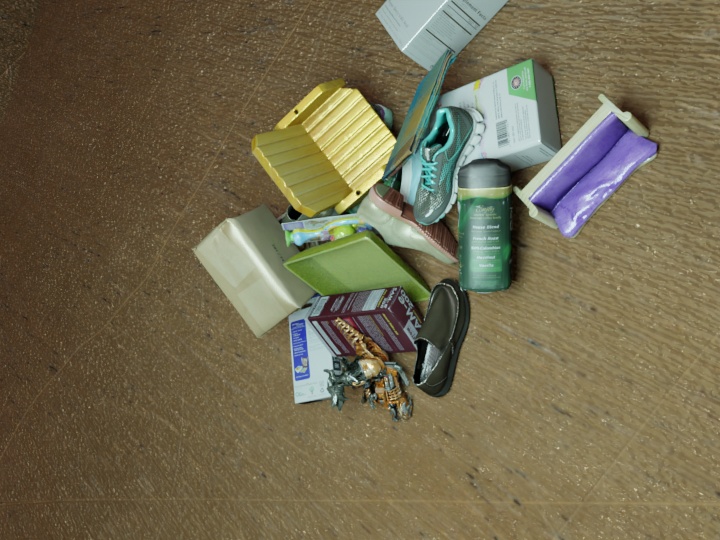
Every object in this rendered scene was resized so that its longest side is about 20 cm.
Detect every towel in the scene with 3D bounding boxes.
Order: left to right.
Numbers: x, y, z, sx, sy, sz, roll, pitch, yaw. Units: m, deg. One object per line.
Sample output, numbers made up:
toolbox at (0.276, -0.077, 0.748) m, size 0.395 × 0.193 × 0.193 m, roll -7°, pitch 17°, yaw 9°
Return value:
towel at (0.097, -0.258, 1.191) m, size 0.202 × 0.022 × 0.147 m, roll -69°, pitch 11°, yaw -16°

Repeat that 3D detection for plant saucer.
plant saucer at (0.000, 0.000, 1.253) m, size 0.199 × 0.199 × 0.048 m, roll -15°, pitch 49°, yaw 37°

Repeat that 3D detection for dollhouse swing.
dollhouse swing at (-0.057, -0.217, 1.235) m, size 0.181 × 0.176 × 0.201 m, roll -39°, pitch 86°, yaw 18°

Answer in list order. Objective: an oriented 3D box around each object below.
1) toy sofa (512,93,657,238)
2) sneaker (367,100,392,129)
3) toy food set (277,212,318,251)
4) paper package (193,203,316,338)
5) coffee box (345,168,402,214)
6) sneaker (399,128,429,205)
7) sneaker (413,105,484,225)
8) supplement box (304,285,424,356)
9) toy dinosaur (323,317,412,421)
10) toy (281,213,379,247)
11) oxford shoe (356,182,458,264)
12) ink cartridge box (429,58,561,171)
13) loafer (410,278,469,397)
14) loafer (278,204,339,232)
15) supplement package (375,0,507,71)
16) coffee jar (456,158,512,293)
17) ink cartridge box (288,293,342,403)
toy sofa at (0.337, -0.151, 1.059) m, size 0.200 × 0.082 × 0.098 m, roll -48°, pitch 53°, yaw 22°
sneaker at (-0.050, -0.294, 1.383) m, size 0.199 × 0.139 × 0.079 m, roll -17°, pitch 69°, yaw 36°
toy food set at (-0.153, -0.018, 1.461) m, size 0.143 × 0.060 × 0.202 m, roll -30°, pitch 63°, yaw 32°
paper package at (-0.180, -0.006, 1.297) m, size 0.103 × 0.191 × 0.201 m, roll -35°, pitch 94°, yaw 18°
coffee box at (-0.021, -0.172, 1.358) m, size 0.198 × 0.044 × 0.124 m, roll 21°, pitch 94°, yaw 23°
sneaker at (0.120, -0.171, 1.267) m, size 0.081 × 0.074 × 0.202 m, roll 3°, pitch 85°, yaw 23°
sneaker at (0.121, -0.174, 1.134) m, size 0.077 × 0.091 × 0.202 m, roll 27°, pitch 102°, yaw 40°
supplement box at (0.009, 0.094, 1.260) m, size 0.199 × 0.109 × 0.061 m, roll -8°, pitch 39°, yaw 39°
toy dinosaur at (0.015, 0.175, 1.238) m, size 0.135 × 0.102 × 0.202 m, roll -28°, pitch 75°, yaw 35°
toy at (-0.038, -0.061, 1.272) m, size 0.198 × 0.115 × 0.048 m, roll -3°, pitch 75°, yaw -1°
oxford shoe at (0.084, -0.068, 1.210) m, size 0.074 × 0.199 × 0.071 m, roll -48°, pitch 10°, yaw 33°
ink cartridge box at (0.220, -0.238, 1.177) m, size 0.199 × 0.084 × 0.147 m, roll -14°, pitch 72°, yaw 38°
loafer at (0.130, 0.111, 1.182) m, size 0.072 × 0.071 × 0.202 m, roll 4°, pitch 83°, yaw 41°
loafer at (-0.113, -0.108, 1.363) m, size 0.199 × 0.070 × 0.076 m, roll -17°, pitch 41°, yaw 52°
supplement package at (0.149, -0.480, 1.269) m, size 0.200 × 0.119 × 0.122 m, roll -44°, pitch 55°, yaw 24°
coffee jar at (0.195, -0.073, 1.106) m, size 0.084 × 0.104 × 0.202 m, roll -1°, pitch 104°, yaw 12°
ink cartridge box at (-0.089, 0.152, 1.376) m, size 0.099 × 0.039 × 0.202 m, roll -16°, pitch 73°, yaw 31°
